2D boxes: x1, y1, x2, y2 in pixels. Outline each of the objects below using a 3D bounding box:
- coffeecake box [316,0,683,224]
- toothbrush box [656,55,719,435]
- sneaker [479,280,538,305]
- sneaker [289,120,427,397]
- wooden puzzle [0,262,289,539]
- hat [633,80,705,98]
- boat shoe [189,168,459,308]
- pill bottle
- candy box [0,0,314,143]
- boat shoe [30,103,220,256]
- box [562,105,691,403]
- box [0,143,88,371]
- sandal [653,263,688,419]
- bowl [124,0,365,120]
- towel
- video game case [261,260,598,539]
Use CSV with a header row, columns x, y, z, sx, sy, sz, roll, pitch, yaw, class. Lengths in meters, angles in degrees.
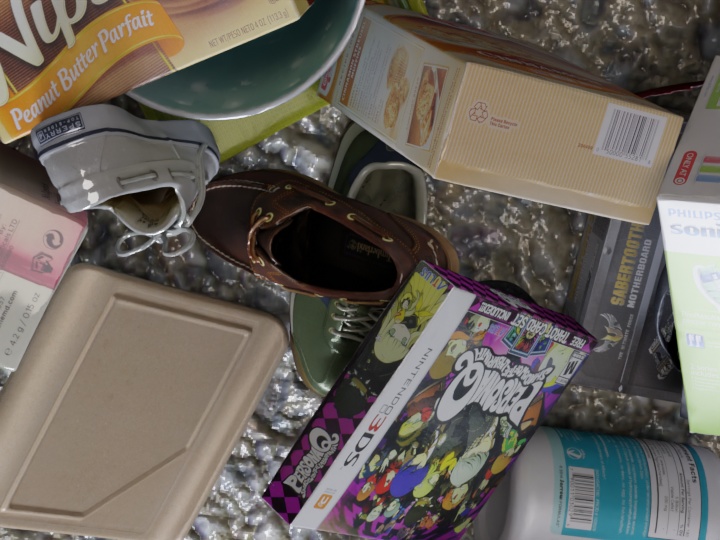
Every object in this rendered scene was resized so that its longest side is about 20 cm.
x,y,z,sx,sy,sz,roll,pitch,yaw,class
0.082,-0.103,1.255,0.153,0.200,0.073,11,104,-25,coffeecake box
0.254,-0.012,1.257,0.086,0.146,0.200,7,134,23,toothbrush box
0.040,0.071,1.376,0.200,0.083,0.072,-28,85,-31,sneaker
0.000,0.000,1.337,0.067,0.090,0.201,9,104,-16,sneaker
-0.158,0.092,1.328,0.200,0.037,0.185,19,103,-48,wooden puzzle
0.269,-0.155,1.364,0.176,0.166,0.200,-22,147,32,hat
-0.036,-0.022,1.277,0.070,0.199,0.071,-10,109,-55,boat shoe
0.188,0.173,1.413,0.199,0.111,0.111,9,104,-13,pill bottle
-0.142,-0.167,1.176,0.199,0.055,0.116,-21,102,14,candy box
-0.130,-0.046,1.228,0.074,0.202,0.086,-20,82,13,boat shoe
0.235,-0.006,1.405,0.158,0.048,0.201,10,104,-13,box
-0.283,-0.039,1.250,0.199,0.128,0.109,26,99,-17,box
0.225,0.003,1.352,0.043,0.076,0.201,6,109,28,sandal
-0.086,-0.202,1.241,0.200,0.105,0.202,2,106,6,bowl
-0.050,-0.140,1.327,0.199,0.018,0.086,-28,108,-2,towel
0.049,0.093,1.282,0.182,0.036,0.200,-55,147,9,video game case
